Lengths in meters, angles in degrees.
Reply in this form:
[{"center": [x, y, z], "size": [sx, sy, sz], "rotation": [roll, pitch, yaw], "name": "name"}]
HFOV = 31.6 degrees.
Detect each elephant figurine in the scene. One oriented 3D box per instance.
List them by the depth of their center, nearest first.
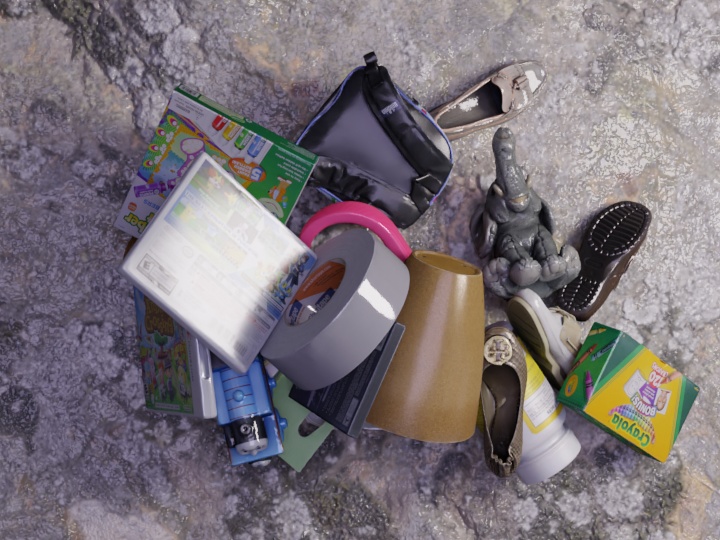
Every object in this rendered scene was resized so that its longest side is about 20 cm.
[{"center": [0.212, -0.065, 1.721], "size": [0.141, 0.155, 0.202], "rotation": [7, 58, -43], "name": "elephant figurine"}]

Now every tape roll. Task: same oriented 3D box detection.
[{"center": [-0.034, 0.046, 1.547], "size": [0.066, 0.200, 0.201], "rotation": [42, 83, -24], "name": "tape roll"}]

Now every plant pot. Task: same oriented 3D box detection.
[{"center": [0.081, 0.083, 1.593], "size": [0.184, 0.187, 0.202], "rotation": [13, 103, -9], "name": "plant pot"}]

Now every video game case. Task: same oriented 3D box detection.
[{"center": [-0.166, -0.009, 1.524], "size": [0.200, 0.022, 0.183], "rotation": [42, 63, -21], "name": "video game case"}, {"center": [-0.020, 0.114, 1.566], "size": [0.019, 0.200, 0.144], "rotation": [25, 87, -24], "name": "video game case"}, {"center": [-0.238, 0.090, 1.603], "size": [0.022, 0.199, 0.184], "rotation": [-6, 90, -29], "name": "video game case"}]

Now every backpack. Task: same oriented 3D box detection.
[{"center": [0.021, -0.150, 1.670], "size": [0.190, 0.154, 0.200], "rotation": [40, 97, -1], "name": "backpack"}]

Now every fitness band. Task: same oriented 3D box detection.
[{"center": [0.000, 0.000, 1.655], "size": [0.143, 0.038, 0.201], "rotation": [-22, 120, 22], "name": "fitness band"}]

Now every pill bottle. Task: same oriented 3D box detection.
[{"center": [0.205, 0.180, 1.718], "size": [0.114, 0.114, 0.201], "rotation": [-34, 95, -8], "name": "pill bottle"}]

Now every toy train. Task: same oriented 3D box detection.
[{"center": [-0.149, 0.145, 1.590], "size": [0.086, 0.114, 0.202], "rotation": [-13, 79, 3], "name": "toy train"}]

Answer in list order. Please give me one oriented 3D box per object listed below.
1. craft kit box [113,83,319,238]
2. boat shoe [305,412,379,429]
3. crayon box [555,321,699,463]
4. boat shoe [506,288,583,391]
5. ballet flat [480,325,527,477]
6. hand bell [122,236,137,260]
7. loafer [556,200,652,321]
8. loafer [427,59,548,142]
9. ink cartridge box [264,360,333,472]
[{"center": [-0.182, -0.099, 1.598], "size": [0.198, 0.049, 0.199], "rotation": [26, 112, -4], "name": "craft kit box"}, {"center": [0.021, 0.184, 1.709], "size": [0.198, 0.068, 0.073], "rotation": [7, 88, -10], "name": "boat shoe"}, {"center": [0.366, 0.168, 1.731], "size": [0.199, 0.058, 0.120], "rotation": [32, 83, -36], "name": "crayon box"}, {"center": [0.256, 0.082, 1.714], "size": [0.068, 0.075, 0.201], "rotation": [-42, 138, -9], "name": "boat shoe"}, {"center": [0.181, 0.172, 1.637], "size": [0.067, 0.046, 0.202], "rotation": [1, 103, 10], "name": "ballet flat"}, {"center": [-0.260, -0.081, 1.666], "size": [0.104, 0.104, 0.201], "rotation": [31, 96, -8], "name": "hand bell"}, {"center": [0.336, -0.011, 1.774], "size": [0.073, 0.071, 0.200], "rotation": [32, 73, 26], "name": "loafer"}, {"center": [0.176, -0.230, 1.741], "size": [0.199, 0.063, 0.072], "rotation": [-29, 93, -9], "name": "loafer"}, {"center": [-0.117, 0.145, 1.670], "size": [0.199, 0.048, 0.146], "rotation": [38, 85, 11], "name": "ink cartridge box"}]
